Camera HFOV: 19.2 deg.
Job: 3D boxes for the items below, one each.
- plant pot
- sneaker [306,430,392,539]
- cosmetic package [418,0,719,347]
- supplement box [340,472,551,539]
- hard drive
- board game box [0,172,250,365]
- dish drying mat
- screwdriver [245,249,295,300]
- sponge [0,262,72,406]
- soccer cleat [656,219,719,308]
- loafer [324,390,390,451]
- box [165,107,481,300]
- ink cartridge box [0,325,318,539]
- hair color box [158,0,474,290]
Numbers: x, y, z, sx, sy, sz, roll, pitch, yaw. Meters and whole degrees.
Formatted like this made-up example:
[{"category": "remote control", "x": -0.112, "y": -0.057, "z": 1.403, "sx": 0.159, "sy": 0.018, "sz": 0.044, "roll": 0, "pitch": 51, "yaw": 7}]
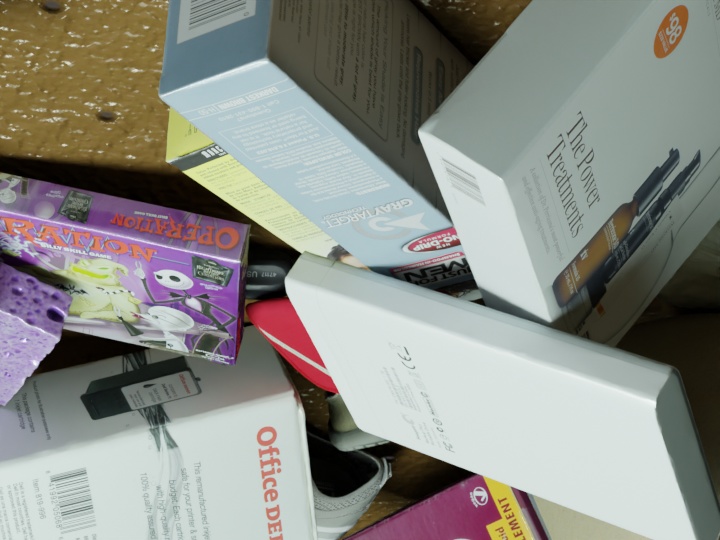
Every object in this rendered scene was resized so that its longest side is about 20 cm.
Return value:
[{"category": "plant pot", "x": 0.168, "y": 0.104, "z": 1.138, "sx": 0.134, "sy": 0.201, "sz": 0.201, "roll": 26, "pitch": 162, "yaw": 28}, {"category": "sneaker", "x": -0.070, "y": 0.120, "z": 1.363, "sx": 0.199, "sy": 0.075, "sz": 0.082, "roll": 11, "pitch": 142, "yaw": -36}, {"category": "cosmetic package", "x": 0.110, "y": -0.053, "z": 0.954, "sx": 0.052, "sy": 0.151, "sz": 0.200, "roll": 31, "pitch": 164, "yaw": 28}, {"category": "supplement box", "x": 0.084, "y": 0.196, "z": 1.373, "sx": 0.103, "sy": 0.132, "sz": 0.200, "roll": -19, "pitch": 170, "yaw": -44}, {"category": "hard drive", "x": 0.068, "y": 0.062, "z": 1.006, "sx": 0.199, "sy": 0.027, "sz": 0.132, "roll": 18, "pitch": 151, "yaw": 32}, {"category": "board game box", "x": -0.159, "y": -0.006, "z": 1.141, "sx": 0.198, "sy": 0.032, "sz": 0.120, "roll": 12, "pitch": 146, "yaw": 2}, {"category": "dish drying mat", "x": 0.010, "y": 0.041, "z": 1.110, "sx": 0.077, "sy": 0.018, "sz": 0.200, "roll": 48, "pitch": 158, "yaw": -20}, {"category": "screwdriver", "x": 0.000, "y": 0.000, "z": 1.190, "sx": 0.198, "sy": 0.029, "sz": 0.028, "roll": -3, "pitch": 151, "yaw": -10}, {"category": "sponge", "x": -0.261, "y": 0.003, "z": 1.141, "sx": 0.199, "sy": 0.030, "sz": 0.112, "roll": 26, "pitch": 149, "yaw": -15}, {"category": "soccer cleat", "x": 0.237, "y": -0.006, "z": 1.097, "sx": 0.199, "sy": 0.078, "sz": 0.069, "roll": -16, "pitch": 146, "yaw": 29}, {"category": "loafer", "x": 0.027, "y": 0.061, "z": 1.233, "sx": 0.075, "sy": 0.070, "sz": 0.200, "roll": -12, "pitch": 176, "yaw": -21}, {"category": "box", "x": -0.006, "y": -0.041, "z": 1.078, "sx": 0.075, "sy": 0.050, "sz": 0.200, "roll": -19, "pitch": 144, "yaw": 33}, {"category": "ink cartridge box", "x": -0.132, "y": 0.129, "z": 1.250, "sx": 0.198, "sy": 0.083, "sz": 0.148, "roll": -12, "pitch": 125, "yaw": -11}, {"category": "hair color box", "x": -0.006, "y": -0.078, "z": 0.961, "sx": 0.060, "sy": 0.100, "sz": 0.200, "roll": -15, "pitch": 146, "yaw": 29}]
